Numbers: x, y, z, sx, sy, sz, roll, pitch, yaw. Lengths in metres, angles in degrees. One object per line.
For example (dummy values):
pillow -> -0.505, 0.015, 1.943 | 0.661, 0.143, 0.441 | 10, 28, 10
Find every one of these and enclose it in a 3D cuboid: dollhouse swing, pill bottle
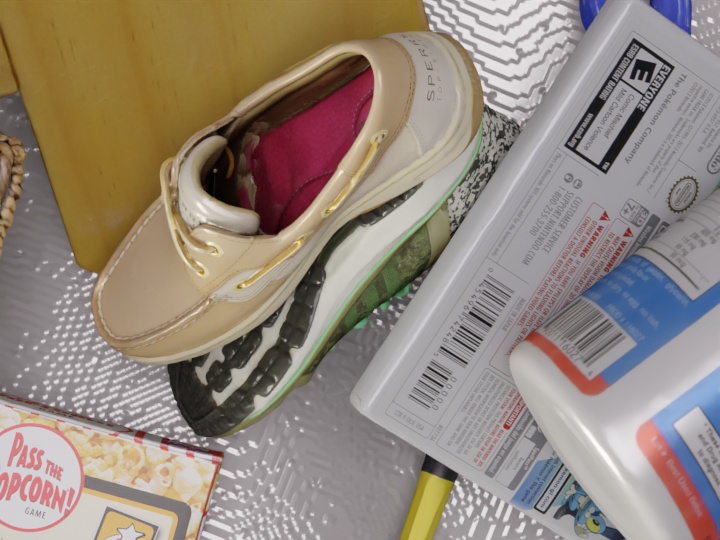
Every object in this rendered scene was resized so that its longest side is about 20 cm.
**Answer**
dollhouse swing -> -0.069, -0.127, 1.235 | 0.199, 0.176, 0.182 | -18, 49, -2
pill bottle -> 0.167, 0.018, 1.155 | 0.200, 0.112, 0.112 | -36, 91, -6

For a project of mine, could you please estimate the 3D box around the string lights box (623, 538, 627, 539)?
string lights box -> 0.209, 0.167, 1.216 | 0.103, 0.059, 0.200 | -36, 101, -4

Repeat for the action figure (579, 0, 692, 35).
action figure -> 0.121, -0.059, 1.229 | 0.065, 0.052, 0.201 | -8, 102, -5

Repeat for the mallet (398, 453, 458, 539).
mallet -> 0.021, 0.091, 1.239 | 0.066, 0.041, 0.201 | 13, 85, -6

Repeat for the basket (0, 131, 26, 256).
basket -> -0.245, 0.016, 1.147 | 0.142, 0.149, 0.201 | 14, 90, 40

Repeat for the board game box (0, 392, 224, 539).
board game box -> -0.154, 0.153, 1.223 | 0.151, 0.046, 0.201 | 16, 89, -2

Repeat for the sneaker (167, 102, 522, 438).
sneaker -> 0.000, 0.000, 1.214 | 0.200, 0.088, 0.077 | -47, 53, 22

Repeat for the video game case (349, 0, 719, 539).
video game case -> 0.120, 0.015, 1.211 | 0.182, 0.022, 0.200 | 32, 92, -24

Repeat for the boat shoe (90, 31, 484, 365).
boat shoe -> -0.045, -0.032, 1.150 | 0.200, 0.069, 0.074 | -39, 64, 27
